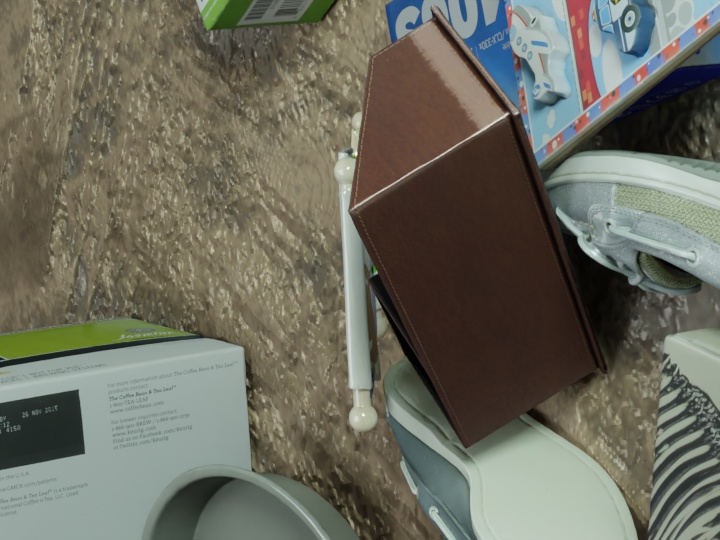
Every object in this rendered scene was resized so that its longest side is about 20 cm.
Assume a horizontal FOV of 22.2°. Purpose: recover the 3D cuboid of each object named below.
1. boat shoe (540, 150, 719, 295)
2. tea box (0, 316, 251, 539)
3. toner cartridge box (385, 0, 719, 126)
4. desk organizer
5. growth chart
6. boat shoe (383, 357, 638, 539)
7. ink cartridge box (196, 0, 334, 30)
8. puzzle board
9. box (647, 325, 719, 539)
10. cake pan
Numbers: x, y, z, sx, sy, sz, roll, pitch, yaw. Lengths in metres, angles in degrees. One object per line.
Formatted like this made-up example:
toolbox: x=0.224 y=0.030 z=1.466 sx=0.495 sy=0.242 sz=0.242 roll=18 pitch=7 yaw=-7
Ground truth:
boat shoe: x=0.142 y=-0.009 z=0.725 sx=0.202 sy=0.074 sz=0.065 roll=14 pitch=96 yaw=51
tea box: x=-0.203 y=0.115 z=1.217 sx=0.197 sy=0.199 sz=0.134 roll=12 pitch=107 yaw=59
toner cartridge box: x=0.085 y=-0.108 z=0.832 sx=0.200 sy=0.043 sz=0.095 roll=-23 pitch=78 yaw=59
desk organizer: x=0.041 y=-0.011 z=0.797 sx=0.072 sy=0.077 sz=0.200 roll=57 pitch=176 yaw=38
growth chart: x=0.000 y=0.000 z=0.929 sx=0.200 sy=0.018 sz=0.145 roll=-76 pitch=-18 yaw=-80
boat shoe: x=0.072 y=0.115 z=0.890 sx=0.200 sy=0.073 sz=0.062 roll=48 pitch=149 yaw=48
ink cartridge box: x=-0.057 y=-0.255 z=1.007 sx=0.148 sy=0.076 sz=0.201 roll=-46 pitch=59 yaw=53
puzzle board: x=0.096 y=-0.162 z=0.741 sx=0.151 sy=0.017 sz=0.201 roll=-41 pitch=49 yaw=52
box: x=0.162 y=0.125 z=0.730 sx=0.082 sy=0.068 sz=0.201 roll=25 pitch=117 yaw=56
cake pan: x=-0.055 y=0.209 z=1.099 sx=0.200 sy=0.037 sz=0.201 roll=14 pitch=111 yaw=40
